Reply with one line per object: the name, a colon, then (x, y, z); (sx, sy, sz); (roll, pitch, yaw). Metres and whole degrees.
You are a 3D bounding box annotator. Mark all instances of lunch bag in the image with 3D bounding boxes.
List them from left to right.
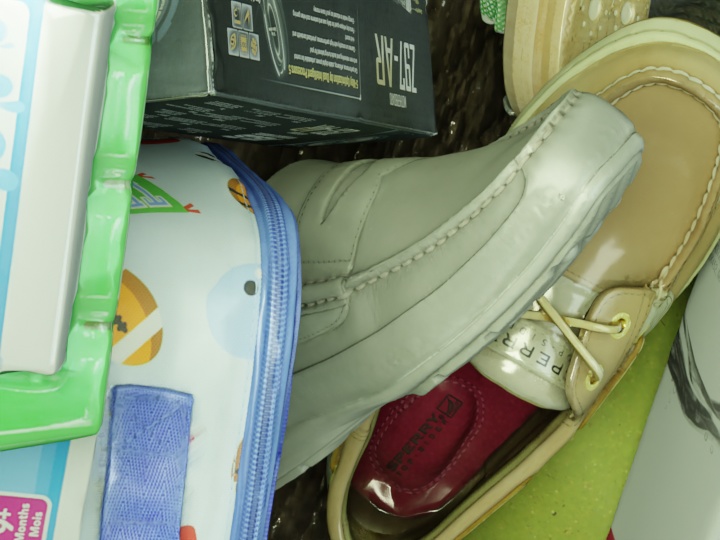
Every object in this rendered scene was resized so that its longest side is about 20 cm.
lunch bag: (-0.064, 0.068, 0.723); (0.075, 0.160, 0.201); (5, 99, -15)

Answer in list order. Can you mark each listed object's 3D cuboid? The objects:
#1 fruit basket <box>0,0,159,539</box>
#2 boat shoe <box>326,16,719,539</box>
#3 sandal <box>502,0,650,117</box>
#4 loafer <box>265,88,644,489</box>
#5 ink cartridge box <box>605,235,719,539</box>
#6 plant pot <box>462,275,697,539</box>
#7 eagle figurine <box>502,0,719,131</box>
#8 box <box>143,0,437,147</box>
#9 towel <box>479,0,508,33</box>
fruit basket: (-0.140, -0.030, 0.562); (0.199, 0.094, 0.186); (5, 102, -21)
boat shoe: (0.051, 0.016, 0.839); (0.200, 0.074, 0.067); (-58, -173, 33)
sandal: (0.093, -0.140, 0.827); (0.077, 0.069, 0.213); (-12, 112, -55)
loafer: (0.000, 0.000, 0.779); (0.070, 0.200, 0.070); (49, 47, -4)
ink cartridge box: (0.165, 0.061, 0.859); (0.083, 0.144, 0.201); (-101, -155, -64)
plant pot: (0.093, 0.073, 0.988); (0.187, 0.186, 0.200); (-56, 129, -28)
eagle figurine: (0.149, -0.063, 0.939); (0.200, 0.151, 0.151); (-55, 156, -6)
box: (-0.030, -0.115, 0.715); (0.200, 0.043, 0.161); (-3, 88, -74)
towel: (0.069, -0.187, 0.866); (0.149, 0.031, 0.201); (-45, 137, -41)
